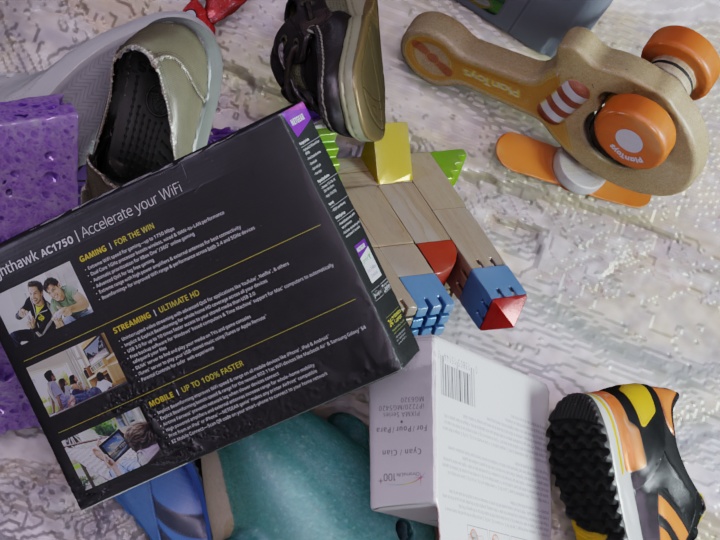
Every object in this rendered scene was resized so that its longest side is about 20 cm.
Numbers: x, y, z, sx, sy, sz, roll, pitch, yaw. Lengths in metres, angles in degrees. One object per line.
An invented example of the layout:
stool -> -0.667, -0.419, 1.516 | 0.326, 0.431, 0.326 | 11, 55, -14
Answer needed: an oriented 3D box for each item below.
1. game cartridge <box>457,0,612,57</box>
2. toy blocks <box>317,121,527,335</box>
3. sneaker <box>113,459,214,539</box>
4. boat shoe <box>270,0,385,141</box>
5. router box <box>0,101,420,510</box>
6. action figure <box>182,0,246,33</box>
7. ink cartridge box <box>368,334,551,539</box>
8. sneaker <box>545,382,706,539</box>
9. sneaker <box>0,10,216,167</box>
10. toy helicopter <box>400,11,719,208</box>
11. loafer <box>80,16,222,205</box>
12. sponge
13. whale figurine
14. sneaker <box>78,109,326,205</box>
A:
game cartridge -> 0.061, -0.206, 1.643 | 0.200, 0.133, 0.041 | 32, 69, 0
toy blocks -> 0.000, 0.000, 1.579 | 0.199, 0.100, 0.137 | -6, 46, -31
sneaker -> -0.105, 0.132, 1.600 | 0.066, 0.078, 0.201 | -31, 102, -53
boat shoe -> -0.020, -0.118, 1.597 | 0.064, 0.200, 0.074 | -7, 107, 3
router box -> -0.090, 0.020, 1.463 | 0.199, 0.051, 0.150 | -24, 95, 16
action figure -> -0.088, -0.233, 1.662 | 0.099, 0.065, 0.201 | 22, 76, -12
ink cartridge box -> 0.061, 0.138, 1.546 | 0.045, 0.200, 0.177 | -6, 78, 21
sneaker -> 0.174, 0.164, 1.622 | 0.090, 0.070, 0.201 | -11, 90, -33
sneaker -> -0.188, -0.106, 1.595 | 0.200, 0.074, 0.116 | -33, 41, -9
toy helicopter -> 0.115, -0.099, 1.651 | 0.199, 0.133, 0.079 | 24, 56, 18
loafer -> -0.128, -0.041, 1.523 | 0.075, 0.070, 0.201 | 10, 97, 25
sponge -> -0.214, 0.003, 1.547 | 0.111, 0.030, 0.201 | -9, 121, -22
whale figurine -> -0.030, 0.124, 1.550 | 0.159, 0.103, 0.201 | -44, 112, -47
sneaker -> -0.112, -0.064, 1.623 | 0.199, 0.081, 0.084 | -17, 70, -14
